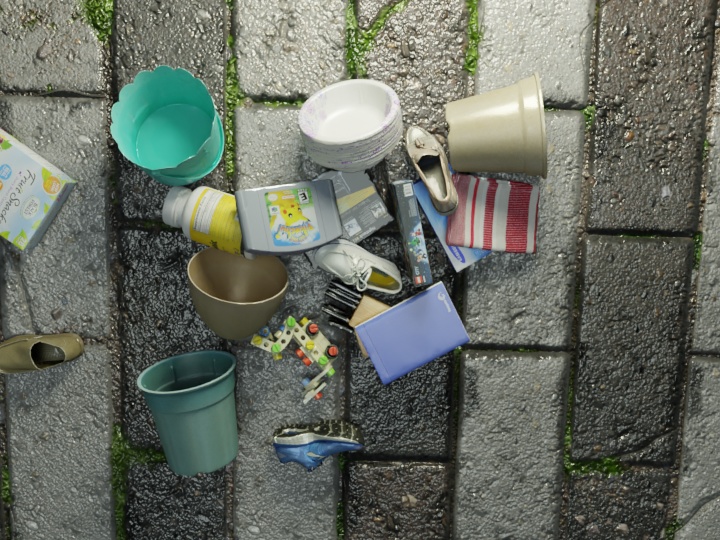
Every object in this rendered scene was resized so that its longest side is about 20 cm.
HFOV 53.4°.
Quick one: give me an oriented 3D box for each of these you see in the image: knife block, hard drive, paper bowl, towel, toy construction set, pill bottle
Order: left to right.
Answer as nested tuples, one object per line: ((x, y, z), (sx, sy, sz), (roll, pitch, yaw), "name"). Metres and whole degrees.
((-0.288, -0.103, 1.433), (0.197, 0.111, 0.113), (19, 98, 7), "pill bottle")
((-0.124, 0.178, 1.487), (0.131, 0.092, 0.201), (-41, 105, -20), "toy construction set")
((-0.015, -0.271, 1.386), (0.198, 0.202, 0.105), (-15, 135, 2), "paper bowl")
((0.023, 0.080, 1.488), (0.197, 0.064, 0.178), (-18, 98, 2), "knife block")
((0.106, 0.128, 1.450), (0.198, 0.025, 0.133), (-27, 97, 3), "hard drive")
((0.271, -0.113, 1.450), (0.197, 0.023, 0.147), (5, 89, -15), "towel")

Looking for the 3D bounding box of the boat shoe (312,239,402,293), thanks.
((-0.002, 0.004, 1.435), (0.200, 0.086, 0.075), (23, 112, -25), "boat shoe")

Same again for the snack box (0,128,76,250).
((-0.710, -0.168, 1.449), (0.199, 0.068, 0.170), (34, 96, -7), "snack box")

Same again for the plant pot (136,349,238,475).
((-0.337, 0.294, 1.461), (0.197, 0.200, 0.199), (-6, 106, 1), "plant pot")

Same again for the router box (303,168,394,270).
((-0.053, -0.122, 1.465), (0.198, 0.052, 0.159), (-31, 97, 4), "router box")

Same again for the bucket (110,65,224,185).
((-0.363, -0.268, 1.377), (0.204, 0.135, 0.211), (0, 78, -1), "bucket")

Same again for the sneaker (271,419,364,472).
((-0.087, 0.376, 1.530), (0.197, 0.079, 0.091), (-5, 105, 9), "sneaker")

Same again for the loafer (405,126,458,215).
((0.140, -0.207, 1.411), (0.071, 0.063, 0.202), (-24, 70, 7), "loafer")

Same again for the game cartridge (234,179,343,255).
((-0.134, -0.099, 1.378), (0.197, 0.040, 0.136), (-11, 86, -21), "game cartridge")

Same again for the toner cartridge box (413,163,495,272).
((0.189, -0.109, 1.473), (0.094, 0.043, 0.202), (-29, 97, 4), "toner cartridge box")

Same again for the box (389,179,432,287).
((0.099, -0.078, 1.430), (0.037, 0.137, 0.203), (-12, 98, 0), "box")

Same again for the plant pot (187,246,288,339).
((-0.249, 0.058, 1.435), (0.197, 0.201, 0.136), (11, 123, -2), "plant pot")

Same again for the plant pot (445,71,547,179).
((0.261, -0.269, 1.392), (0.180, 0.200, 0.204), (-6, 98, 12), "plant pot")

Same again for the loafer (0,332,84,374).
((-0.683, 0.172, 1.495), (0.197, 0.067, 0.077), (-13, 98, 1), "loafer")
